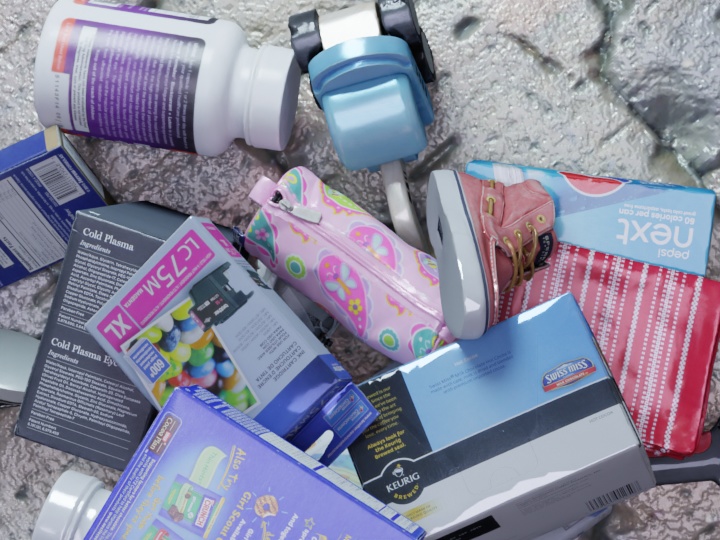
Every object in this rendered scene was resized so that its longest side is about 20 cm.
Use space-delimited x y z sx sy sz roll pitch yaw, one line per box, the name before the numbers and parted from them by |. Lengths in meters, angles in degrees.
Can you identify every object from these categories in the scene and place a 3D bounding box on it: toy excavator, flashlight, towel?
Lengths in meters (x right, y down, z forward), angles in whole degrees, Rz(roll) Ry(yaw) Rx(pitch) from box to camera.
toy excavator | 0.020 -0.096 1.683 0.100 0.194 0.200 -13 65 8
flashlight | 0.235 0.142 1.703 0.200 0.068 0.068 -7 119 5
towel | 0.180 0.057 1.651 0.200 0.022 0.145 14 90 6

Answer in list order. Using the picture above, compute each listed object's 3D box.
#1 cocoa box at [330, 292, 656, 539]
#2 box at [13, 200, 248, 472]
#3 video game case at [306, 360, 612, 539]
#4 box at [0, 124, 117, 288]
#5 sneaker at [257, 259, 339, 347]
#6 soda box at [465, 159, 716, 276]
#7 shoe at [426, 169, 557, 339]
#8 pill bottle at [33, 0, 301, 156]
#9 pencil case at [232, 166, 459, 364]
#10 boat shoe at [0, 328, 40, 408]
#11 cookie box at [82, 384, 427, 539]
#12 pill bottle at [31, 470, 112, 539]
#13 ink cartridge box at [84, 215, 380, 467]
cocoa box | 0.100 0.127 1.567 0.200 0.133 0.131 -24 67 5
box | -0.176 0.048 1.679 0.104 0.200 0.182 17 98 8
video game case | 0.066 0.161 1.657 0.182 0.022 0.200 -33 71 -14
box | -0.308 -0.035 1.739 0.200 0.121 0.032 -24 48 8
sneaker | -0.051 0.045 1.724 0.082 0.075 0.200 11 96 8
soda box | 0.181 -0.043 1.692 0.200 0.064 0.068 8 96 7
shoe | 0.105 -0.015 1.575 0.091 0.200 0.072 2 120 -6
pill bottle | -0.153 -0.153 1.704 0.200 0.111 0.112 10 96 7
pencil case | 0.000 0.000 1.642 0.200 0.087 0.087 37 99 16
boat shoe | -0.342 0.088 1.779 0.200 0.071 0.064 10 129 -1
cookie box | -0.082 0.203 1.472 0.200 0.075 0.171 32 95 7
pill bottle | -0.141 0.221 1.573 0.200 0.112 0.112 19 97 6
ink cartridge box | -0.094 0.071 1.534 0.119 0.042 0.200 -45 80 10
